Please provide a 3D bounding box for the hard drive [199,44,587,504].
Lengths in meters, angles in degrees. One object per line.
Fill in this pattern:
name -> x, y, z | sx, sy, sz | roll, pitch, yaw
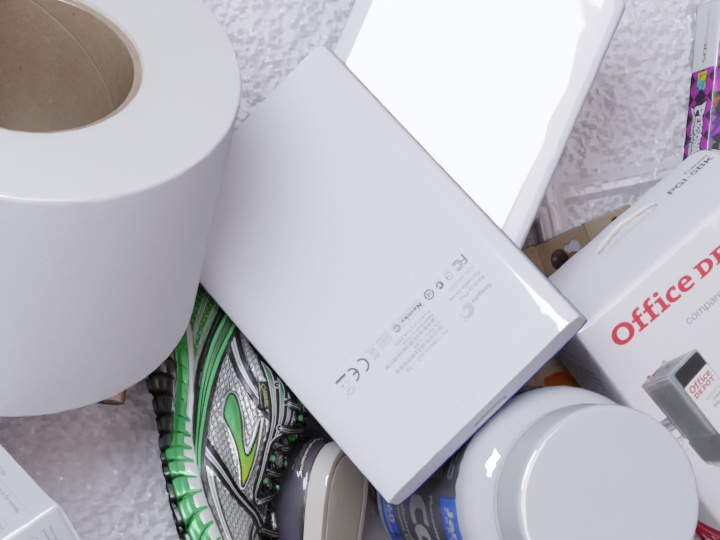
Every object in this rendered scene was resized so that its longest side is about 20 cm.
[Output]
hard drive -> 0.000, 0.000, 0.990 | 0.132, 0.025, 0.200 | -45, 69, 8

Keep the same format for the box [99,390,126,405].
box -> -0.218, 0.003, 1.027 | 0.200, 0.032, 0.121 | 6, 85, -16

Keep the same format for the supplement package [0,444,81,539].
supplement package -> -0.189, 0.156, 0.915 | 0.111, 0.200, 0.156 | -33, 121, -16

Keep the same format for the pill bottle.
pill bottle -> 0.089, 0.117, 1.017 | 0.114, 0.200, 0.114 | 1, 86, -17

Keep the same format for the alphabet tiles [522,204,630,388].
alphabet tiles -> 0.103, 0.075, 1.133 | 0.200, 0.008, 0.167 | -23, 93, -17

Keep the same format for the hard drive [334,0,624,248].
hard drive -> 0.040, -0.074, 1.040 | 0.132, 0.025, 0.200 | 23, 90, 7

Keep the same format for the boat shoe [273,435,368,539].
boat shoe -> -0.046, 0.187, 1.064 | 0.063, 0.073, 0.200 | 10, 88, 27

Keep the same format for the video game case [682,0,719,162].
video game case -> 0.290, -0.059, 1.183 | 0.200, 0.036, 0.181 | 8, 84, -16

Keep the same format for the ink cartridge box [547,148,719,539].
ink cartridge box -> 0.213, 0.054, 1.102 | 0.147, 0.083, 0.200 | -41, 107, -5

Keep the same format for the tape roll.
tape roll -> -0.165, -0.050, 0.921 | 0.203, 0.139, 0.203 | 9, 43, -8

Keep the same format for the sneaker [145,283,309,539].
sneaker -> -0.062, 0.092, 1.015 | 0.085, 0.078, 0.200 | -11, 72, -3
